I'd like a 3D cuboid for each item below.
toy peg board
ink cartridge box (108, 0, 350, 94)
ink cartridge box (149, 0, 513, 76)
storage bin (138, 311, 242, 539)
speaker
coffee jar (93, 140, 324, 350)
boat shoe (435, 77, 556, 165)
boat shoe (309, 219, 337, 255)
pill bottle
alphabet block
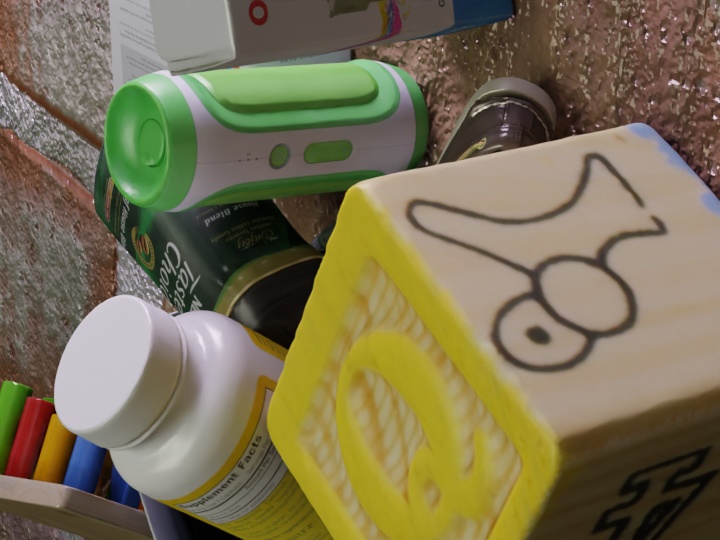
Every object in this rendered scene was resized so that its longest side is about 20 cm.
[{"bbox_3d":[-0.201,0.159,1.507,0.198,0.199,0.099,-1,70,48],"label":"toy peg board"},{"bbox_3d":[-0.094,-0.144,1.317,0.200,0.083,0.177,31,127,49],"label":"ink cartridge box"},{"bbox_3d":[-0.021,-0.198,1.079,0.084,0.198,0.146,0,101,57],"label":"ink cartridge box"},{"bbox_3d":[-0.091,0.132,1.379,0.134,0.144,0.202,102,149,-78],"label":"storage bin"},{"bbox_3d":[-0.055,-0.084,1.163,0.088,0.199,0.089,12,105,49],"label":"speaker"},{"bbox_3d":[-0.088,-0.010,1.213,0.200,0.085,0.105,50,144,28],"label":"coffee jar"},{"bbox_3d":[0.060,-0.020,1.123,0.060,0.071,0.201,-75,8,-50],"label":"boat shoe"},{"bbox_3d":[-0.001,-0.001,1.232,0.201,0.071,0.071,-43,65,53],"label":"boat shoe"},{"bbox_3d":[-0.076,0.090,1.098,0.111,0.199,0.112,-26,49,34],"label":"pill bottle"},{"bbox_3d":[0.095,0.065,0.990,0.196,0.198,0.197,53,140,33],"label":"alphabet block"}]
